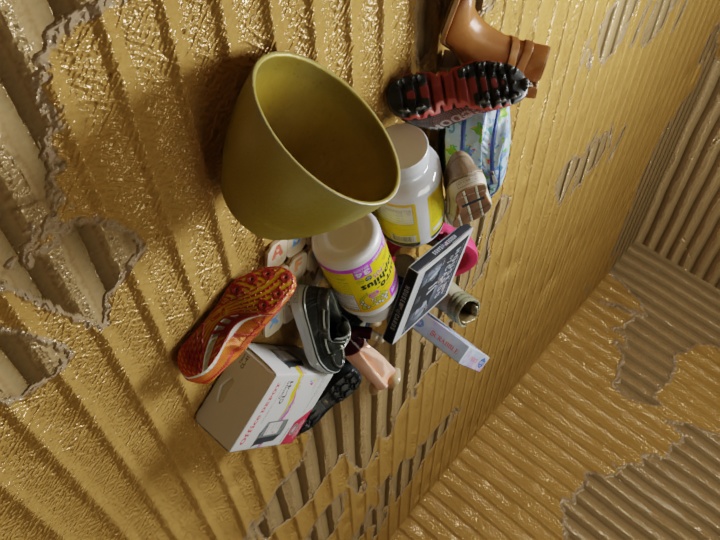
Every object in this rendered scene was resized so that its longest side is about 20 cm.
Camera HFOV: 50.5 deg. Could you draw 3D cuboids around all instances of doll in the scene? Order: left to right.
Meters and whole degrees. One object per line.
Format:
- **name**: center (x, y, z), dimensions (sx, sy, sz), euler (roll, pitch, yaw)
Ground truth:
- **doll**: center (0.065, 0.034, 1.366), dimensions (0.201, 0.134, 0.049), euler (104, -9, -54)

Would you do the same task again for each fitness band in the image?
- **fitness band**: center (0.124, -0.029, 1.373), dimensions (0.143, 0.038, 0.199), euler (-36, 142, 31)

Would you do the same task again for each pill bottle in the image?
- **pill bottle**: center (0.000, 0.000, 1.154), dimensions (0.104, 0.104, 0.201), euler (-48, 148, -15)
- **pill bottle**: center (0.070, -0.129, 1.160), dimensions (0.112, 0.112, 0.201), euler (-47, 156, -16)

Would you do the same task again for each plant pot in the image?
- **plant pot**: center (-0.075, -0.116, 0.844), dimensions (0.142, 0.201, 0.199), euler (-39, 168, 35)

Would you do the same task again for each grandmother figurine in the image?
- **grandmother figurine**: center (-0.011, 0.131, 1.302), dimensions (0.121, 0.200, 0.061), euler (-32, -150, 24)

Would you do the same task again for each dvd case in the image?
- **dvd case**: center (0.114, 0.019, 1.262), dimensions (0.200, 0.025, 0.152), euler (-36, 150, -48)

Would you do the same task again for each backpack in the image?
- **backpack**: center (0.186, -0.209, 1.252), dimensions (0.200, 0.152, 0.165), euler (50, 49, -51)

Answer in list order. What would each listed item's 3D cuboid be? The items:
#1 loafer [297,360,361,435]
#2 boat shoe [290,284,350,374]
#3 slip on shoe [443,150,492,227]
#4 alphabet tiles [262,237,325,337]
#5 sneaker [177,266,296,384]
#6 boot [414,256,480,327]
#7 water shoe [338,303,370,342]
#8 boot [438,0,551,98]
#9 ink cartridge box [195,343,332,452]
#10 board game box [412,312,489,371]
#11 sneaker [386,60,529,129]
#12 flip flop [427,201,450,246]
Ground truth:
- **loafer**: center (-0.089, 0.232, 1.387), dimensions (0.200, 0.070, 0.068), euler (-36, 121, -8)
- **boat shoe**: center (-0.050, 0.099, 1.184), dimensions (0.201, 0.070, 0.073), euler (69, 30, -49)
- **slip on shoe**: center (0.160, -0.123, 1.190), dimensions (0.075, 0.061, 0.200), euler (-23, 164, 6)
- **alphabet tiles**: center (-0.098, 0.011, 1.145), dimensions (0.199, 0.015, 0.197), euler (-36, 150, -36)
- **sneaker**: center (-0.167, 0.070, 1.039), dimensions (0.200, 0.073, 0.077), euler (-42, 162, -6)
- **boot**: center (0.172, 0.055, 1.542), dimensions (0.072, 0.154, 0.200), euler (-53, 156, -2)
- **water shoe**: center (-0.015, 0.068, 1.340), dimensions (0.079, 0.070, 0.202), euler (-74, 172, -48)
- **boot**: center (0.190, -0.316, 1.073), dimensions (0.201, 0.153, 0.077), euler (88, 17, -57)
- **ink cartridge box**: center (-0.147, 0.200, 1.213), dimensions (0.149, 0.085, 0.200), euler (-58, 158, 7)
- **board game box**: center (0.155, 0.124, 1.546), dimensions (0.041, 0.199, 0.199), euler (-54, 156, 2)
- **sneaker**: center (0.139, -0.248, 1.090), dimensions (0.098, 0.197, 0.072), euler (39, 45, -79)
- **flip flop**: center (0.134, -0.103, 1.380), dimensions (0.058, 0.080, 0.201), euler (-60, 155, -26)
